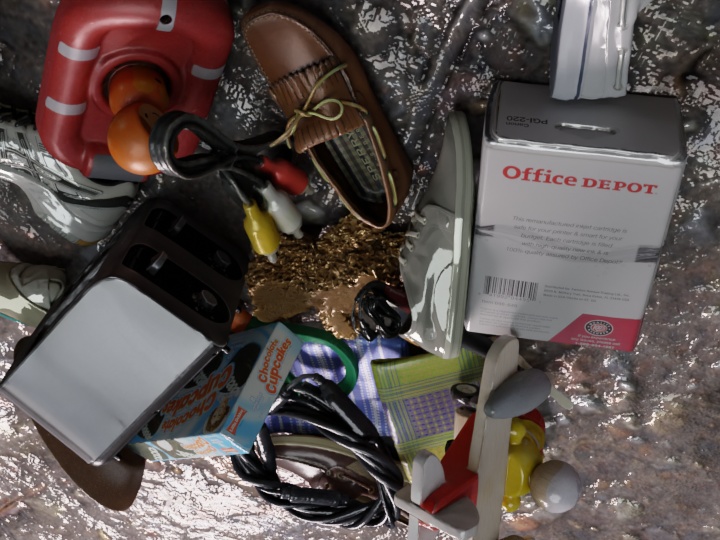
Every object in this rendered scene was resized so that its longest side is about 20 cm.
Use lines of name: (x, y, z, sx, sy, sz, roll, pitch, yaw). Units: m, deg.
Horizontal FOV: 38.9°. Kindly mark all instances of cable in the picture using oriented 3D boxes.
cable: (-0.085, -0.079, 0.773, 0.050, 0.097, 0.200, 21, 169, 21)
cable: (-0.043, 0.197, 1.017, 0.163, 0.051, 0.200, -35, 105, 30)

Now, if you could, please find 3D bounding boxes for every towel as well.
towel: (-0.038, 0.121, 1.040, 0.199, 0.024, 0.145, -1, 130, 14)
towel: (0.098, 0.145, 1.014, 0.143, 0.023, 0.200, -15, 128, 8)

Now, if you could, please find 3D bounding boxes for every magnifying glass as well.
magnifying glass: (-0.092, 0.064, 0.990, 0.199, 0.022, 0.080, 30, 126, -8)

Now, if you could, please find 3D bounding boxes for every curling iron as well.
curling iron: (0.069, 0.056, 0.897, 0.199, 0.026, 0.050, 21, 97, -36)

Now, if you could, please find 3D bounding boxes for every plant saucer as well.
plant saucer: (-0.269, 0.143, 1.017, 0.037, 0.201, 0.201, -30, 123, 2)

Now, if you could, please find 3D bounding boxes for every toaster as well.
toaster: (-0.201, 0.052, 0.882, 0.119, 0.181, 0.200, 41, 110, -15)

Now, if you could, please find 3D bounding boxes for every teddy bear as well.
teddy bear: (0.000, 0.000, 0.904, 0.199, 0.067, 0.145, -11, 138, 14)

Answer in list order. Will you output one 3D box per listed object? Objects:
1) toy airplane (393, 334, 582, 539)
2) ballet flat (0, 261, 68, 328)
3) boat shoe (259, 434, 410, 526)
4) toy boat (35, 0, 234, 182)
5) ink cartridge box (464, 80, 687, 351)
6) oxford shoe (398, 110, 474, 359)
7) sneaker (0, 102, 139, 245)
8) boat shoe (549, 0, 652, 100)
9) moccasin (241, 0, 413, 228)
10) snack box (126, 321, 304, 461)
toy airplane: (0.118, 0.177, 0.878, 0.141, 0.200, 0.200, 11, 156, 20)
ballet flat: (-0.287, 0.033, 0.995, 0.200, 0.070, 0.069, 32, 131, -23)
boat shoe: (-0.018, 0.230, 1.090, 0.199, 0.072, 0.072, 18, 155, -8)
toy boat: (-0.164, -0.127, 0.753, 0.130, 0.131, 0.200, 3, 139, -25)
ink cartridge box: (0.163, -0.040, 0.806, 0.145, 0.085, 0.201, 7, 135, 7)
oxford shoe: (0.060, -0.026, 0.810, 0.057, 0.075, 0.201, 6, 106, 6)
sneaker: (-0.276, -0.112, 0.863, 0.200, 0.076, 0.088, 38, 113, -25)
boat shoe: (0.169, -0.200, 0.677, 0.065, 0.074, 0.200, 4, 143, 3)
moccasin: (-0.027, -0.116, 0.785, 0.073, 0.078, 0.202, -13, 128, 23)
snack box: (-0.141, 0.117, 0.955, 0.037, 0.116, 0.200, 39, 149, -23)
